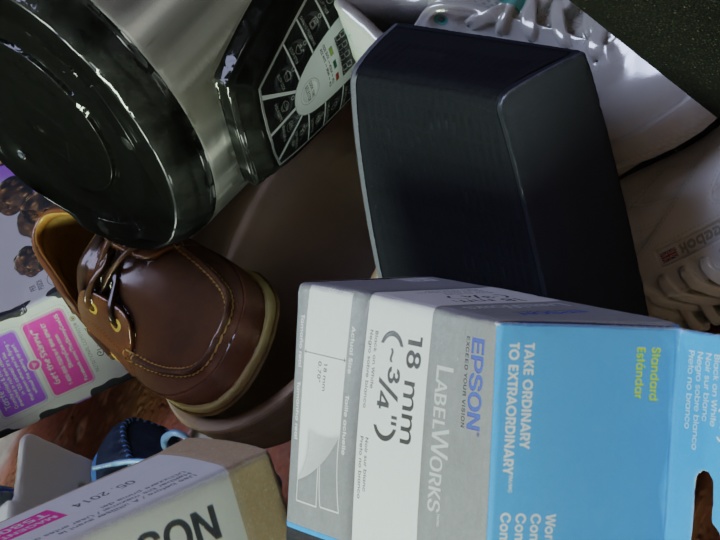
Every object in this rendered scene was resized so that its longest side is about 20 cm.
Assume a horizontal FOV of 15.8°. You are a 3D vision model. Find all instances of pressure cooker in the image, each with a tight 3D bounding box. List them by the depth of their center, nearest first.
[{"bbox_3d":[-0.077,-0.133,1.141,0.200,0.179,0.176,-47,16,-24],"label":"pressure cooker"}]

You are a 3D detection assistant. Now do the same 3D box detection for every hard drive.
[{"bbox_3d":[0.056,0.008,1.012,0.042,0.200,0.135,-24,23,-28],"label":"hard drive"}]

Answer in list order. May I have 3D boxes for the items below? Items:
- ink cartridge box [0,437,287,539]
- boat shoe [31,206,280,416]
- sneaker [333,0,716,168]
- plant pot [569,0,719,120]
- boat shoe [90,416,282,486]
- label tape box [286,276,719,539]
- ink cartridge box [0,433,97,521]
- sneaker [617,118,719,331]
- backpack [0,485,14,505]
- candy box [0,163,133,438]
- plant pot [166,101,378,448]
[{"bbox_3d":[-0.110,0.180,1.057,0.075,0.200,0.165,0,109,58],"label":"ink cartridge box"},{"bbox_3d":[-0.100,0.013,1.188,0.072,0.068,0.200,-62,28,0],"label":"boat shoe"},{"bbox_3d":[0.067,-0.092,1.027,0.200,0.089,0.075,-4,44,45],"label":"sneaker"},{"bbox_3d":[0.183,-0.136,0.883,0.177,0.199,0.200,-9,57,46],"label":"plant pot"},{"bbox_3d":[-0.063,0.125,1.223,0.200,0.084,0.069,48,119,44],"label":"boat shoe"},{"bbox_3d":[0.050,0.082,0.921,0.200,0.063,0.144,10,98,57],"label":"label tape box"},{"bbox_3d":[-0.143,0.191,1.246,0.067,0.116,0.200,-39,35,37],"label":"ink cartridge box"},{"bbox_3d":[0.137,-0.013,1.014,0.200,0.076,0.081,-45,39,30],"label":"sneaker"},{"bbox_3d":[-0.242,0.169,1.342,0.163,0.200,0.154,-31,47,34],"label":"backpack"},{"bbox_3d":[-0.193,0.012,1.430,0.200,0.072,0.168,-25,32,-4],"label":"candy box"},{"bbox_3d":[0.000,0.000,1.202,0.201,0.093,0.201,-41,34,35],"label":"plant pot"}]
